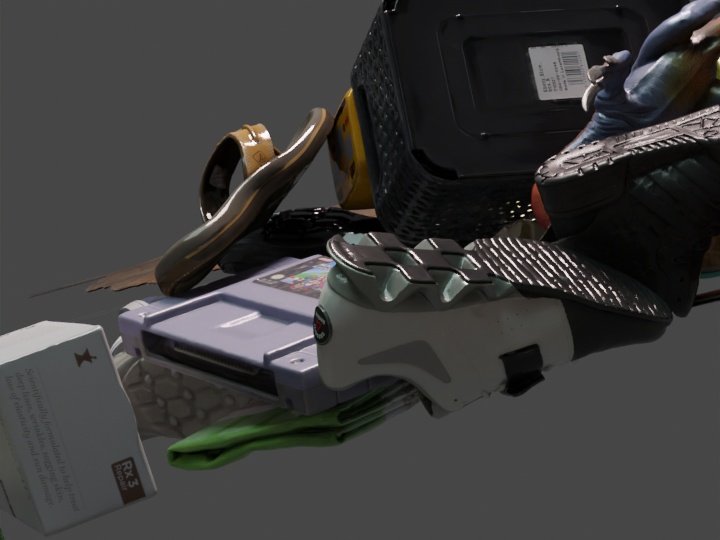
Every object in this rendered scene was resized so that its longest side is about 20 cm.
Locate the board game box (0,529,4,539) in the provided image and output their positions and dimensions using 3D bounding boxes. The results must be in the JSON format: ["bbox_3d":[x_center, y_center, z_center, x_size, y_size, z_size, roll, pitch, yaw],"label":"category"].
[{"bbox_3d":[-0.275,0.163,1.312,0.104,0.024,0.200,-23,6,-25],"label":"board game box"}]

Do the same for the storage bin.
[{"bbox_3d":[0.105,-0.102,1.428,0.198,0.136,0.094,-5,-22,-15],"label":"storage bin"}]

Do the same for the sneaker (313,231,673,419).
[{"bbox_3d":[0.066,0.033,1.218,0.198,0.089,0.074,5,23,-21],"label":"sneaker"}]

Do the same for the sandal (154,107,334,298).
[{"bbox_3d":[-0.077,-0.053,1.443,0.200,0.055,0.082,-47,-2,-45],"label":"sandal"}]

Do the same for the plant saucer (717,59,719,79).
[{"bbox_3d":[0.168,-0.064,1.568,0.198,0.048,0.201,-18,45,3],"label":"plant saucer"}]

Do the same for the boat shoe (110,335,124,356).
[{"bbox_3d":[-0.092,0.045,1.710,0.199,0.069,0.057,-24,13,2],"label":"boat shoe"}]

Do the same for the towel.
[{"bbox_3d":[0.003,0.068,1.334,0.149,0.031,0.199,-17,7,45],"label":"towel"}]

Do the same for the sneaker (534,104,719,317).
[{"bbox_3d":[0.171,-0.025,1.272,0.198,0.105,0.060,-14,20,14],"label":"sneaker"}]

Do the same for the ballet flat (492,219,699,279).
[{"bbox_3d":[0.119,-0.003,1.397,0.199,0.070,0.069,-10,9,40],"label":"ballet flat"}]

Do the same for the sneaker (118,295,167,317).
[{"bbox_3d":[-0.074,0.031,1.604,0.146,0.077,0.202,-32,19,-20],"label":"sneaker"}]

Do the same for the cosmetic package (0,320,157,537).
[{"bbox_3d":[-0.182,0.087,1.345,0.074,0.102,0.200,-20,4,-14],"label":"cosmetic package"}]

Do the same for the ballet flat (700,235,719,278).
[{"bbox_3d":[0.257,-0.057,1.427,0.199,0.073,0.068,-20,33,-36],"label":"ballet flat"}]

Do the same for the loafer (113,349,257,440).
[{"bbox_3d":[-0.120,0.069,1.447,0.199,0.070,0.070,-15,19,46],"label":"loafer"}]

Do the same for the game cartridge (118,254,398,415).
[{"bbox_3d":[-0.034,0.030,1.314,0.129,0.039,0.199,-25,21,-30],"label":"game cartridge"}]

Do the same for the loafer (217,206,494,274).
[{"bbox_3d":[0.000,0.000,1.492,0.199,0.071,0.068,2,20,17],"label":"loafer"}]

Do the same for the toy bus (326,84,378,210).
[{"bbox_3d":[0.082,-0.089,1.503,0.198,0.079,0.065,-4,-24,-16],"label":"toy bus"}]

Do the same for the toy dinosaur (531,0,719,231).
[{"bbox_3d":[0.177,-0.087,1.359,0.181,0.105,0.200,-37,1,10],"label":"toy dinosaur"}]
